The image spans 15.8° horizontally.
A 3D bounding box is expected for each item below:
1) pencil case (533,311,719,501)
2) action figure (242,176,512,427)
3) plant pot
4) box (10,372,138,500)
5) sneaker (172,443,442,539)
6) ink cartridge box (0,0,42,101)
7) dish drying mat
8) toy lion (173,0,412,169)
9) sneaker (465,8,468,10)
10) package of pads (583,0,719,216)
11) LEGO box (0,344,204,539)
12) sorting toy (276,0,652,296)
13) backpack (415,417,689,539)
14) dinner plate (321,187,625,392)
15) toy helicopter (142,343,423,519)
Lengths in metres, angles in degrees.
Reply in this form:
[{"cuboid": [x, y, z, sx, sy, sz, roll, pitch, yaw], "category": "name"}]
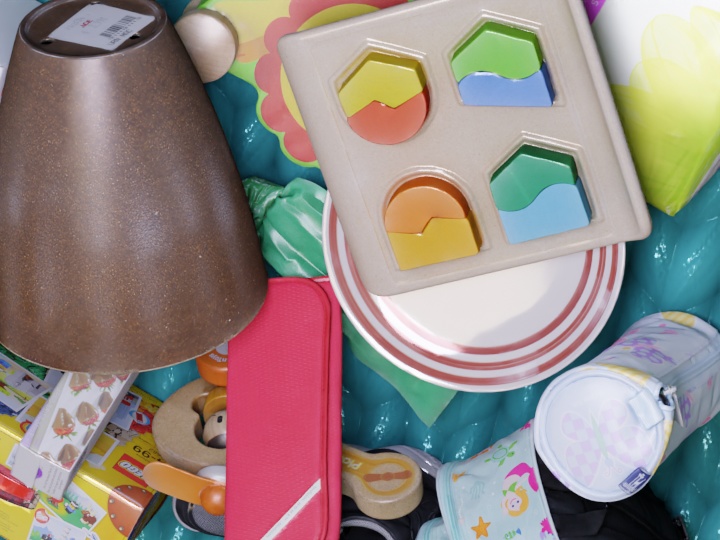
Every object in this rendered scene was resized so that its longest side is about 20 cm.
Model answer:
[{"cuboid": [0.175, 0.081, 1.635, 0.083, 0.200, 0.091, 46, 110, 8], "category": "pencil case"}, {"cuboid": [0.000, 0.000, 1.730, 0.200, 0.055, 0.118, 37, 114, 1], "category": "action figure"}, {"cuboid": [-0.158, -0.069, 1.648, 0.187, 0.187, 0.200, 5, 123, 12], "category": "plant pot"}, {"cuboid": [-0.168, 0.063, 1.717, 0.039, 0.200, 0.041, 28, 141, 1], "category": "box"}, {"cuboid": [-0.041, 0.169, 1.760, 0.200, 0.114, 0.076, -3, 115, 14], "category": "sneaker"}, {"cuboid": [-0.304, -0.093, 1.724, 0.146, 0.147, 0.200, 24, 112, 6], "category": "ink cartridge box"}, {"cuboid": [-0.050, 0.098, 1.671, 0.077, 0.018, 0.200, -6, 66, 13], "category": "dish drying mat"}, {"cuboid": [-0.013, -0.164, 1.680, 0.191, 0.069, 0.200, 24, 112, -2], "category": "toy lion"}, {"cuboid": [0.090, -0.244, 1.613, 0.075, 0.076, 0.200, 21, 93, -32], "category": "sneaker"}, {"cuboid": [0.191, -0.152, 1.624, 0.154, 0.068, 0.200, 31, 113, 3], "category": "package of pads"}, {"cuboid": [-0.226, 0.113, 1.771, 0.200, 0.149, 0.077, 30, 112, 3], "category": "LEGO box"}, {"cuboid": [0.062, -0.080, 1.600, 0.200, 0.036, 0.185, -11, 113, 21], "category": "sorting toy"}, {"cuboid": [0.123, 0.194, 1.666, 0.150, 0.200, 0.178, -25, 58, 16], "category": "backpack"}, {"cuboid": [0.073, -0.020, 1.663, 0.200, 0.024, 0.201, 5, 105, 17], "category": "dinner plate"}, {"cuboid": [-0.052, 0.123, 1.710, 0.200, 0.132, 0.079, 18, 134, 29], "category": "toy helicopter"}]
